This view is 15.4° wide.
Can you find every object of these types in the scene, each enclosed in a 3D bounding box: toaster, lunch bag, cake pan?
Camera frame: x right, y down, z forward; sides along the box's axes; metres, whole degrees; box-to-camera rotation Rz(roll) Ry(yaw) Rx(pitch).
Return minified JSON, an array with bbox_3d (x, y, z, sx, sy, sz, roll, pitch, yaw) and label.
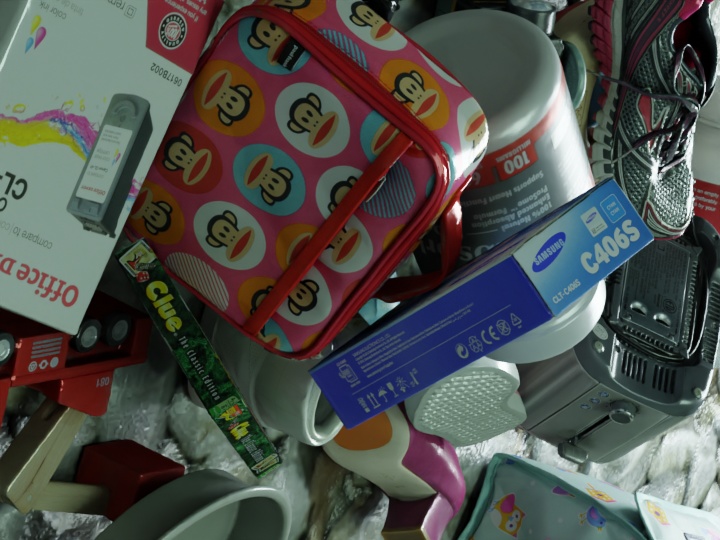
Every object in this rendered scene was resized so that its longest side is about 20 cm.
[{"bbox_3d":[0.171,0.035,1.825,0.113,0.129,0.200,24,52,-17],"label":"toaster"},{"bbox_3d":[-0.025,-0.048,1.454,0.200,0.176,0.082,-51,179,42],"label":"lunch bag"},{"bbox_3d":[-0.124,0.194,1.572,0.200,0.037,0.200,-40,156,-21],"label":"cake pan"},{"bbox_3d":[0.192,0.218,1.932,0.170,0.200,0.122,21,91,-55],"label":"lunch bag"}]

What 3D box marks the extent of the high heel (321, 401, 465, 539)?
[{"bbox_3d":[0.025,0.100,1.773,0.200,0.067,0.096,62,32,-36],"label":"high heel"}]

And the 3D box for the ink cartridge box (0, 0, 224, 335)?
[{"bbox_3d":[-0.173,-0.084,1.363,0.148,0.086,0.200,27,84,-57],"label":"ink cartridge box"}]

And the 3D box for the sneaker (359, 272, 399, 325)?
[{"bbox_3d":[0.000,0.000,1.651,0.074,0.082,0.200,4,105,-56],"label":"sneaker"}]

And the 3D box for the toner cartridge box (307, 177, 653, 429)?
[{"bbox_3d":[0.063,0.020,1.462,0.095,0.200,0.043,-37,93,-40],"label":"toner cartridge box"}]

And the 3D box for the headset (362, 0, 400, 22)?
[{"bbox_3d":[0.001,-0.140,1.551,0.200,0.094,0.124,57,46,-70],"label":"headset"}]

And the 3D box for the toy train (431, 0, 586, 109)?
[{"bbox_3d":[0.081,-0.086,1.689,0.085,0.114,0.200,-3,115,-25],"label":"toy train"}]

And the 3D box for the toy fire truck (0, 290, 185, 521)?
[{"bbox_3d":[-0.173,0.083,1.486,0.200,0.049,0.141,-10,117,-51],"label":"toy fire truck"}]

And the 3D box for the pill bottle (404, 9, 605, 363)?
[{"bbox_3d":[0.079,-0.045,1.557,0.116,0.116,0.200,-50,141,-25],"label":"pill bottle"}]

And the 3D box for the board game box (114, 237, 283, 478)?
[{"bbox_3d":[-0.087,0.052,1.480,0.023,0.105,0.200,-34,167,-4],"label":"board game box"}]

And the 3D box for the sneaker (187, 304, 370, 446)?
[{"bbox_3d":[-0.030,0.002,1.583,0.074,0.115,0.200,-6,110,-51],"label":"sneaker"}]

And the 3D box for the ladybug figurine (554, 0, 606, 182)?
[{"bbox_3d":[0.154,-0.125,1.805,0.200,0.072,0.136,-11,116,-51],"label":"ladybug figurine"}]

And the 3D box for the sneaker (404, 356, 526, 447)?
[{"bbox_3d":[0.057,0.047,1.721,0.075,0.105,0.200,-20,165,5],"label":"sneaker"}]

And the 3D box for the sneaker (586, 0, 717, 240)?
[{"bbox_3d":[0.195,-0.107,1.737,0.081,0.075,0.200,-36,130,-39],"label":"sneaker"}]

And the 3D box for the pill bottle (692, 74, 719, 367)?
[{"bbox_3d":[0.265,-0.038,1.970,0.112,0.112,0.200,-11,116,-51],"label":"pill bottle"}]
